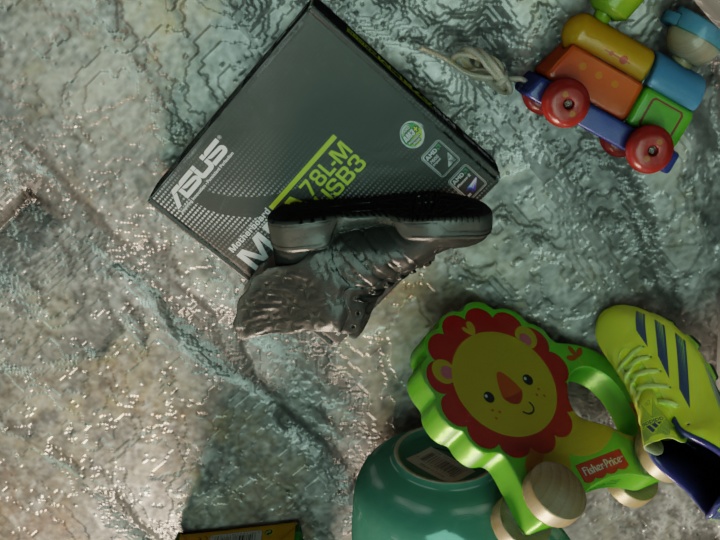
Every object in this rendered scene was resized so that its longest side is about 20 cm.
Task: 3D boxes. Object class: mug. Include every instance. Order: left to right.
[{"bbox_3d":[0.084,0.200,0.863,0.183,0.152,0.115,0,113,0],"label":"mug"}]

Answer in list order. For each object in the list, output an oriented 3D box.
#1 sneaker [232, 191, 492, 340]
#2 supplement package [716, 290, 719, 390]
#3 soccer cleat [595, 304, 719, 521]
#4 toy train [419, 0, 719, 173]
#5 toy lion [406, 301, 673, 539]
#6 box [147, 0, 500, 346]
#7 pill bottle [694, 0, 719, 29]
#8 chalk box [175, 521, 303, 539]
[{"bbox_3d":[0.000,0.001,0.779,0.198,0.060,0.105,-2,114,6],"label":"sneaker"},{"bbox_3d":[0.395,0.082,0.817,0.198,0.118,0.118,-6,114,4],"label":"supplement package"},{"bbox_3d":[0.235,0.102,0.795,0.083,0.201,0.065,-11,139,-28],"label":"soccer cleat"},{"bbox_3d":[0.155,-0.161,0.739,0.199,0.085,0.116,27,102,-10],"label":"toy train"},{"bbox_3d":[0.139,0.109,0.824,0.199,0.193,0.069,-10,151,-34],"label":"toy lion"},{"bbox_3d":[-0.028,-0.069,0.801,0.193,0.048,0.200,39,109,-18],"label":"box"},{"bbox_3d":[0.301,-0.184,0.693,0.200,0.114,0.114,37,111,-24],"label":"pill bottle"},{"bbox_3d":[-0.104,0.353,0.953,0.123,0.124,0.202,-6,114,5],"label":"chalk box"}]
